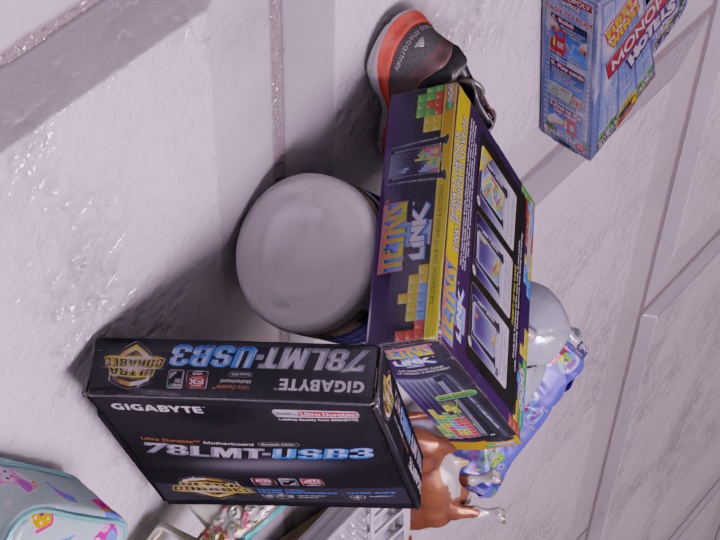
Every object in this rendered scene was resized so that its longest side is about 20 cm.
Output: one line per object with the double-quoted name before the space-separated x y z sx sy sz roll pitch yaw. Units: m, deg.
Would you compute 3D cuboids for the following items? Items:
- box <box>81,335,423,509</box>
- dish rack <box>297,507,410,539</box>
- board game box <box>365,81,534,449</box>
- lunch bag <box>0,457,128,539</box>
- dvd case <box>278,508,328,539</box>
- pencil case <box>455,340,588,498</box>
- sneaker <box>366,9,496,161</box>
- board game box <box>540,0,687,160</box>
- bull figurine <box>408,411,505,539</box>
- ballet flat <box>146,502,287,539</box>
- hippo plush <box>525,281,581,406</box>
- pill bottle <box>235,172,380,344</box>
"box" -0.066 0.109 1.075 0.199 0.197 0.050 71 22 -62
"dish rack" -0.031 0.274 1.466 0.200 0.043 0.173 -44 153 -27
"board game box" 0.067 0.000 1.100 0.165 0.056 0.202 49 40 -49
"lunch bag" -0.244 0.222 1.012 0.201 0.077 0.160 -58 157 2
"dvd case" -0.054 0.290 1.514 0.199 0.016 0.150 -28 143 -47
"pencil case" 0.158 0.146 1.651 0.201 0.086 0.078 -55 -165 -1
"sneaker" 0.061 -0.108 1.169 0.077 0.081 0.200 -52 154 -11
"board game box" 0.222 -0.227 1.348 0.201 0.061 0.200 -52 156 -9
"bull figurine" 0.080 0.208 1.558 0.201 0.120 0.066 77 9 -49
"ballet flat" -0.123 0.207 1.194 0.200 0.064 0.076 -46 179 4
"hippo plush" 0.113 0.033 1.338 0.159 0.160 0.202 -5 125 -59
"pill bottle" 0.000 0.000 1.152 0.112 0.110 0.200 -59 155 7
